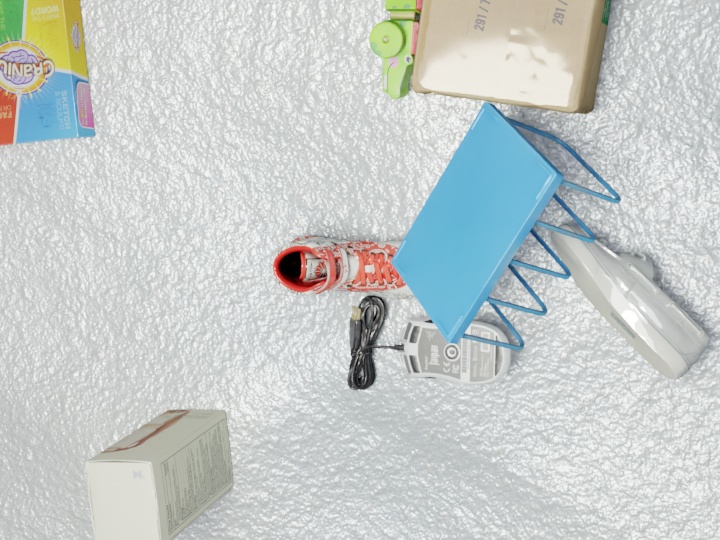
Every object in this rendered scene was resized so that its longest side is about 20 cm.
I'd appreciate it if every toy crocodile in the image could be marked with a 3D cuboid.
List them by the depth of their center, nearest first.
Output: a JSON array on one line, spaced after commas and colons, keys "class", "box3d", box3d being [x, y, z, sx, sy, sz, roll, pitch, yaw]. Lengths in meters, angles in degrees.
[{"class": "toy crocodile", "box3d": [0.048, -0.287, 1.231, 0.061, 0.067, 0.204, 6, 100, 17]}]

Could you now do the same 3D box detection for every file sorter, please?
[{"class": "file sorter", "box3d": [0.150, -0.037, 1.174, 0.202, 0.121, 0.139, -59, 40, 22]}]

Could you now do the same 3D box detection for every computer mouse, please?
[{"class": "computer mouse", "box3d": [0.079, 0.090, 1.293, 0.196, 0.044, 0.112, 5, 95, 24]}]

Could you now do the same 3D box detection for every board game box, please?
[{"class": "board game box", "box3d": [-0.409, -0.258, 1.403, 0.150, 0.040, 0.204, -3, 97, 19]}]

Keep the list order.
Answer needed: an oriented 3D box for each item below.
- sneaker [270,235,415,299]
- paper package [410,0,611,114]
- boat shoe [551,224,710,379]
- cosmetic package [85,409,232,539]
[{"class": "sneaker", "box3d": [-0.001, 0.001, 1.269, 0.198, 0.108, 0.069, 7, 100, 17]}, {"class": "paper package", "box3d": [0.160, -0.271, 1.178, 0.187, 0.103, 0.204, 10, 101, 15]}, {"class": "boat shoe", "box3d": [0.285, 0.019, 1.203, 0.068, 0.072, 0.200, -39, 72, -8]}, {"class": "cosmetic package", "box3d": [-0.229, 0.238, 1.333, 0.086, 0.200, 0.106, -2, 98, 17]}]
